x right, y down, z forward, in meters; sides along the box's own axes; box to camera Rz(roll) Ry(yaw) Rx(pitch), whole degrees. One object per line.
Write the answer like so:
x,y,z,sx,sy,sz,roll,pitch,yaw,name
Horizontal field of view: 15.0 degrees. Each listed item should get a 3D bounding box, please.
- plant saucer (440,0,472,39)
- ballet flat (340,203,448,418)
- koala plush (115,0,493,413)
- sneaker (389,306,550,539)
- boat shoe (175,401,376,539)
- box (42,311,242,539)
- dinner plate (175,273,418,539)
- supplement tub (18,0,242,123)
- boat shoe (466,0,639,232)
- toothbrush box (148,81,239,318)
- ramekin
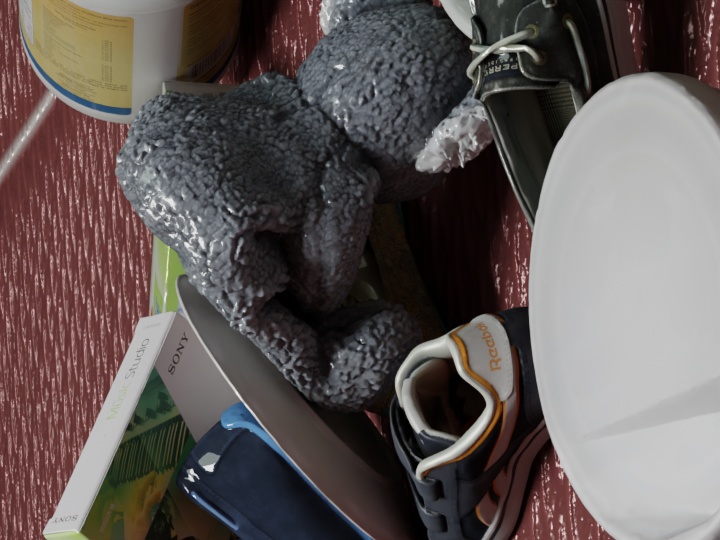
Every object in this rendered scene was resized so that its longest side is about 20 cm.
0.087,-0.210,1.341,0.200,0.050,0.202,177,90,-65,plant saucer
0.000,0.000,1.535,0.071,0.070,0.201,116,143,-46,ballet flat
-0.009,-0.065,1.424,0.200,0.184,0.178,-40,51,6,koala plush
0.049,0.087,1.423,0.201,0.079,0.079,113,144,-46,sneaker
-0.019,0.158,1.475,0.200,0.069,0.084,48,-173,-8,boat shoe
-0.071,0.138,1.498,0.036,0.200,0.145,-15,44,45,box
-0.028,0.073,1.497,0.024,0.200,0.200,-42,41,7,dinner plate
-0.141,-0.196,1.679,0.200,0.143,0.146,102,156,-64,supplement tub
0.085,-0.098,1.255,0.072,0.071,0.201,-11,108,43,boat shoe
-0.082,0.000,1.649,0.146,0.085,0.202,-111,24,-71,toothbrush box
0.157,0.018,1.159,0.202,0.094,0.204,178,90,-65,ramekin
